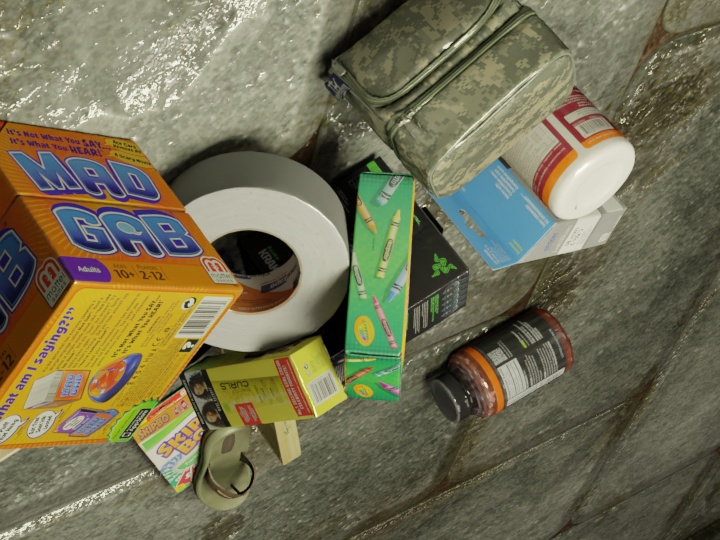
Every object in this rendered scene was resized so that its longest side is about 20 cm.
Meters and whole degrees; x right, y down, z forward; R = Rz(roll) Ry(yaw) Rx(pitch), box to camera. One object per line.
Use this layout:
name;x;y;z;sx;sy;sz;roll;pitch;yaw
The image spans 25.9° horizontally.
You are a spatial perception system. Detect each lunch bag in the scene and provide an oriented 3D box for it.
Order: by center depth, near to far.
lunch bag;0.086;-0.192;1.526;0.200;0.168;0.139;-41;164;2

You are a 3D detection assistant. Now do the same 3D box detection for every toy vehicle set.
toy vehicle set;-0.120;0.133;1.817;0.026;0.124;0.200;-30;152;-15

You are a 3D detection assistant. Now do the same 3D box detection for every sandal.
sandal;-0.165;0.254;1.969;0.080;0.057;0.201;-28;152;-21

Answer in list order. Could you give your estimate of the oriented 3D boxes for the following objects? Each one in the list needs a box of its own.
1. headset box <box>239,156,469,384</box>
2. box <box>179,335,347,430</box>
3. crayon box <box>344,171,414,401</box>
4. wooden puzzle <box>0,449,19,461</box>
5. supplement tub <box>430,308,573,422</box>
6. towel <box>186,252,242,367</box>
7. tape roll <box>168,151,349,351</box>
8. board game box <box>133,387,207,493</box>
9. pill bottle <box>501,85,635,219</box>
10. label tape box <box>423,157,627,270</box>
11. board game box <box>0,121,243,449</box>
headset box;0.000;0.000;1.701;0.200;0.174;0.093;-31;157;-13
box;-0.104;0.120;1.631;0.200;0.075;0.050;-11;-165;48
crayon box;0.020;0.016;1.575;0.058;0.201;0.119;4;155;2
wooden puzzle;-0.338;0.117;1.619;0.185;0.037;0.200;-33;152;-10
supplement tub;0.200;0.141;2.247;0.200;0.107;0.107;-27;151;-20
towel;-0.198;0.076;1.681;0.200;0.049;0.112;-42;160;-14
tape roll;-0.110;-0.017;1.550;0.200;0.066;0.201;-1;126;-2
board game box;-0.216;0.207;1.924;0.095;0.030;0.200;-35;151;-8
pill bottle;0.190;-0.158;1.668;0.109;0.200;0.110;-29;151;-18
label tape box;0.197;-0.086;1.848;0.200;0.144;0.063;-13;144;-41
board game box;-0.270;0.015;1.366;0.200;0.200;0.200;4;132;-53
